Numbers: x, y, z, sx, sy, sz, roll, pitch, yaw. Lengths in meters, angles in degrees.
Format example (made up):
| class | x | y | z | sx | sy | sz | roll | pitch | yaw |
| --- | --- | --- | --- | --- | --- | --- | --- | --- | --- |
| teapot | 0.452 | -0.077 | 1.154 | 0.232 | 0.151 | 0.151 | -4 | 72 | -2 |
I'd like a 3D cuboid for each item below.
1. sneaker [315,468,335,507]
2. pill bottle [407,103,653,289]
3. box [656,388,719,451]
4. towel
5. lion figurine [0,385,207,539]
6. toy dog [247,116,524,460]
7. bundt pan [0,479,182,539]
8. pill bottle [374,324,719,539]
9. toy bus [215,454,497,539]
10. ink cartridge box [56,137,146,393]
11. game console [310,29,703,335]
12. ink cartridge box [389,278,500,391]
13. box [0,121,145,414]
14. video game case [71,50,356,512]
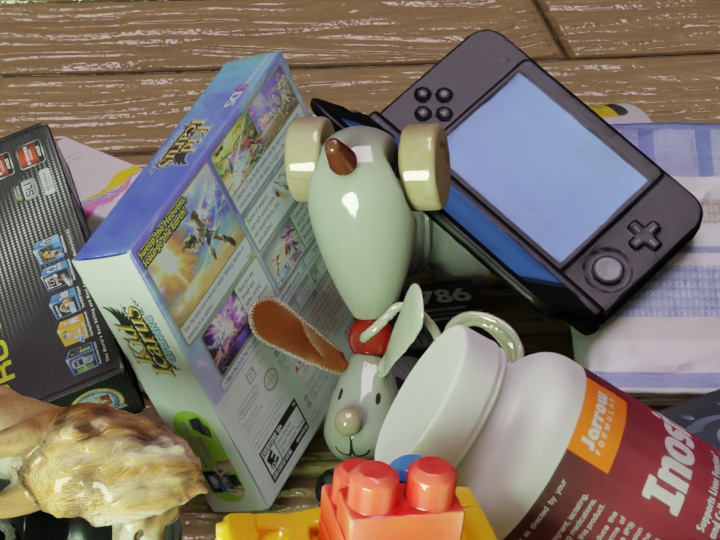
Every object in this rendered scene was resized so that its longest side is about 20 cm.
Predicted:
| class | x | y | z | sx | sy | sz | roll | pitch | yaw |
| --- | --- | --- | --- | --- | --- | --- | --- | --- | --- |
| sneaker | 0.037 | 0.120 | 1.278 | 0.111 | 0.074 | 0.200 | 15 | 33 | 19 |
| pill bottle | 0.098 | -0.047 | 1.543 | 0.198 | 0.112 | 0.111 | -7 | 31 | -18 |
| box | 0.272 | 0.117 | 1.335 | 0.199 | 0.044 | 0.160 | -16 | 35 | -31 |
| towel | 0.199 | -0.005 | 1.468 | 0.145 | 0.024 | 0.202 | 0 | 63 | -7 |
| lion figurine | -0.178 | 0.087 | 1.169 | 0.122 | 0.073 | 0.199 | -14 | 29 | -41 |
| toy dog | 0.000 | 0.000 | 1.290 | 0.131 | 0.201 | 0.096 | -22 | -11 | 16 |
| bundt pan | -0.190 | 0.165 | 1.176 | 0.200 | 0.076 | 0.202 | 2 | 29 | -1 |
| pill bottle | 0.112 | 0.114 | 1.177 | 0.199 | 0.113 | 0.113 | 31 | 27 | -12 |
| toy bus | -0.017 | 0.168 | 1.071 | 0.198 | 0.193 | 0.136 | -6 | 32 | -13 |
| ink cartridge box | -0.160 | -0.006 | 1.440 | 0.199 | 0.118 | 0.067 | 23 | 37 | 31 |
| game console | 0.094 | -0.065 | 1.413 | 0.200 | 0.117 | 0.176 | 42 | 68 | 17 |
| ink cartridge box | 0.040 | 0.054 | 1.434 | 0.099 | 0.040 | 0.200 | -7 | 30 | -15 |
| box | -0.225 | 0.024 | 1.324 | 0.159 | 0.044 | 0.201 | -21 | 52 | -1 |
| video game case | -0.065 | 0.005 | 1.330 | 0.045 | 0.182 | 0.200 | -6 | 33 | 32 |
